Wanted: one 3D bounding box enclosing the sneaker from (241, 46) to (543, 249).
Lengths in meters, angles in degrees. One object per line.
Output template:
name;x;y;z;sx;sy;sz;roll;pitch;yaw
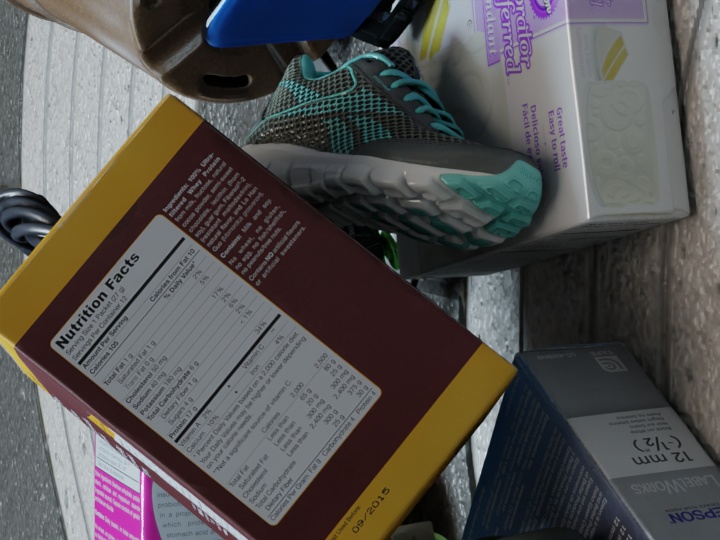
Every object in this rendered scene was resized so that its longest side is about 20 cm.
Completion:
sneaker;0.013;-0.066;1.167;0.200;0.078;0.091;9;73;46

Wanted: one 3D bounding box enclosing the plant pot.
plant pot;-0.112;-0.203;1.444;0.198;0.200;0.200;42;130;47

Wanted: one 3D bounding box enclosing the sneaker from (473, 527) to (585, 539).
sneaker;0.058;0.178;1.102;0.200;0.071;0.099;-45;51;51

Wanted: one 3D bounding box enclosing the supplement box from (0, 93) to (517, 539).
supplement box;-0.052;0.048;1.150;0.200;0.133;0.197;39;171;5

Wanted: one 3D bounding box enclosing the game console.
game console;0.013;-0.210;1.161;0.200;0.118;0.171;-50;32;36

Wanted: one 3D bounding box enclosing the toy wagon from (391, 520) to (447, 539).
toy wagon;0.045;0.233;1.246;0.155;0.040;0.200;-101;1;-70

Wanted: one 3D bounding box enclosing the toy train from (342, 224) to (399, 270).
toy train;0.000;0.000;1.314;0.056;0.042;0.200;-125;18;-50

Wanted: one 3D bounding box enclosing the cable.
cable;-0.138;0.018;1.448;0.051;0.200;0.163;-56;8;2

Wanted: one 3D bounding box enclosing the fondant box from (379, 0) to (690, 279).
fondant box;0.078;-0.080;1.187;0.200;0.058;0.144;-18;76;63

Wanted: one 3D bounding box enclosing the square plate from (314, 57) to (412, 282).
square plate;-0.028;-0.007;1.457;0.198;0.028;0.200;-124;39;-47

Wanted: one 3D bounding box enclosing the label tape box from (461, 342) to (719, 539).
label tape box;0.121;0.149;1.113;0.200;0.066;0.143;55;141;45

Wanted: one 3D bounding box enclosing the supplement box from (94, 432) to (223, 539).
supplement box;-0.109;0.164;1.562;0.103;0.101;0.200;-161;71;-64
